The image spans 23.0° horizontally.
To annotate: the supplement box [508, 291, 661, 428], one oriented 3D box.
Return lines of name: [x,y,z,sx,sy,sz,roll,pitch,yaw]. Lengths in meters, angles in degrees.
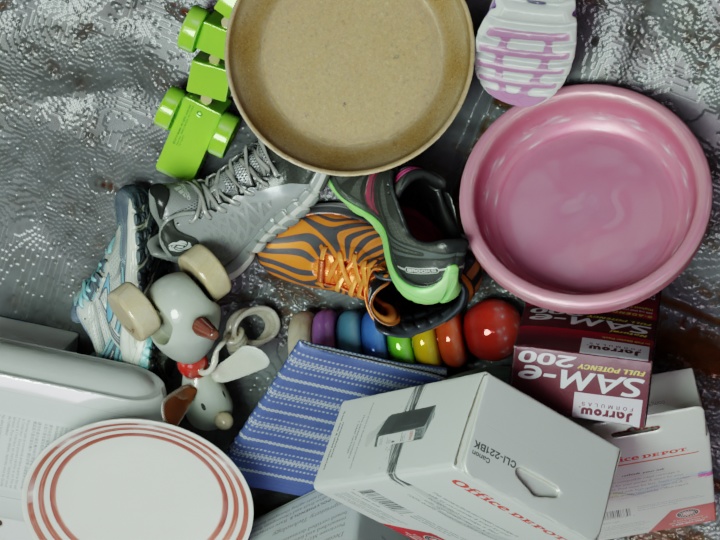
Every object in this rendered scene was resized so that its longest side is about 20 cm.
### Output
supplement box: [0.184,0.053,1.425,0.109,0.200,0.061,6,113,9]

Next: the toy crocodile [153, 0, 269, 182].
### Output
toy crocodile: [-0.125,-0.161,1.491,0.067,0.062,0.200,22,118,2]

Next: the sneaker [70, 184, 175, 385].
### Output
sneaker: [-0.218,0.020,1.566,0.086,0.078,0.200,7,111,13]

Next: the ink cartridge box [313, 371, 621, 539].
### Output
ink cartridge box: [0.082,0.155,1.379,0.144,0.084,0.200,30,156,-25]

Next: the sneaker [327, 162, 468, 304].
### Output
sneaker: [0.035,-0.064,1.441,0.200,0.077,0.084,55,139,30]

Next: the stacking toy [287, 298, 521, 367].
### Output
stacking toy: [0.042,0.064,1.528,0.200,0.085,0.085,-9,108,11]

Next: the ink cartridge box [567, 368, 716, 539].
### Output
ink cartridge box: [0.228,0.145,1.461,0.116,0.068,0.200,-11,145,6]

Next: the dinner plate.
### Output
dinner plate: [-0.192,0.201,1.529,0.200,0.024,0.200,1,126,1]

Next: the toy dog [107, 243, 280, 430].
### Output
toy dog: [-0.130,0.071,1.490,0.132,0.096,0.200,-46,140,-2]

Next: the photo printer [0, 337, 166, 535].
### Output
photo printer: [-0.271,0.148,1.555,0.200,0.069,0.166,12,118,-7]

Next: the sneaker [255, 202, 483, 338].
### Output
sneaker: [0.000,0.000,1.489,0.200,0.112,0.078,4,115,12]

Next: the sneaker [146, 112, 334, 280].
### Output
sneaker: [-0.112,-0.066,1.473,0.115,0.075,0.200,12,132,-37]

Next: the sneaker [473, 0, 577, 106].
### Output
sneaker: [0.141,-0.227,1.396,0.080,0.088,0.200,12,125,10]

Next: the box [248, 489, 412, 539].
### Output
box: [-0.027,0.327,1.569,0.200,0.171,0.199,-28,116,20]

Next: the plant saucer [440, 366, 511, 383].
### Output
plant saucer: [0.109,0.141,1.525,0.200,0.036,0.200,-6,140,-5]

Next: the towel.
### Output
towel: [-0.028,0.134,1.538,0.145,0.024,0.200,13,134,-22]

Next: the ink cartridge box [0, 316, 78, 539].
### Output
ink cartridge box: [-0.335,0.147,1.642,0.116,0.067,0.200,12,112,6]

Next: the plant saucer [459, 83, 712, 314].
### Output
plant saucer: [0.181,-0.053,1.419,0.200,0.201,0.051,1,155,11]

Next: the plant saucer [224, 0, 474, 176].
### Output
plant saucer: [-0.008,-0.174,1.417,0.200,0.035,0.200,0,87,5]
